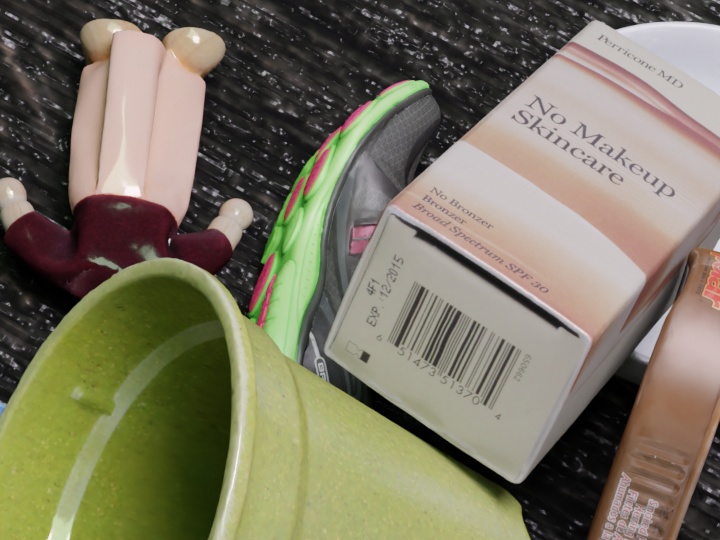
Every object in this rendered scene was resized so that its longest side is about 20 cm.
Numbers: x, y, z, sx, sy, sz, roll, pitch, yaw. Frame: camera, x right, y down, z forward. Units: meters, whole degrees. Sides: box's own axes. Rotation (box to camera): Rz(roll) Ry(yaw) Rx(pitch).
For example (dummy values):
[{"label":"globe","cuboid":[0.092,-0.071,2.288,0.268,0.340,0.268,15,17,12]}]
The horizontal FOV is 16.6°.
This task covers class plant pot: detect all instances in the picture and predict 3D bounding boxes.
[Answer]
[{"label":"plant pot","cuboid":[-0.035,0.121,0.987,0.184,0.200,0.201,24,53,-32]}]

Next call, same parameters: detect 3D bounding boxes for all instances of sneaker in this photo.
[{"label":"sneaker","cuboid":[0.000,0.000,1.151,0.084,0.077,0.201,27,61,-13]}]

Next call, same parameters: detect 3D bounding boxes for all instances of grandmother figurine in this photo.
[{"label":"grandmother figurine","cuboid":[-0.111,-0.025,1.147,0.121,0.061,0.201,0,57,1]}]

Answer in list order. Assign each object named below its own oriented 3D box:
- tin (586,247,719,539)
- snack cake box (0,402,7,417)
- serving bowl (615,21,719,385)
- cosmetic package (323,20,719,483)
[{"label":"tin","cuboid":[0.126,0.081,1.042,0.042,0.201,0.112,17,35,5]},{"label":"snack cake box","cuboid":[-0.260,0.085,1.051,0.199,0.067,0.115,21,58,3]},{"label":"serving bowl","cuboid":[0.159,-0.020,1.182,0.199,0.066,0.201,4,60,-7]},{"label":"cosmetic package","cuboid":[0.083,-0.014,1.038,0.103,0.087,0.200,32,38,11]}]
